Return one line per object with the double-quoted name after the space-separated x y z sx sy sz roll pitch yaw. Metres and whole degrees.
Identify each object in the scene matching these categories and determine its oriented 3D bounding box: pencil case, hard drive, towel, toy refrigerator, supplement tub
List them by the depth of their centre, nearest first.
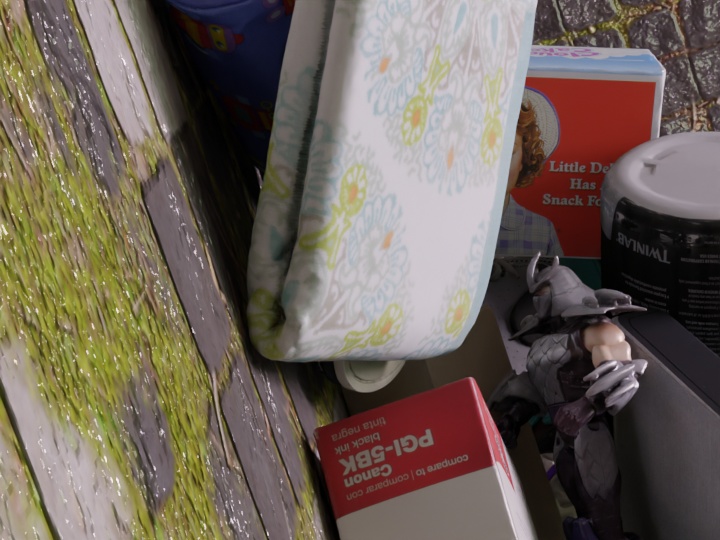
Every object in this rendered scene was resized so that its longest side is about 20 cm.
0.015 -0.058 0.904 0.171 0.048 0.202 5 96 -60 "towel"
-0.038 -0.108 0.952 0.200 0.077 0.087 64 43 -58 "pencil case"
0.174 0.138 1.020 0.140 0.033 0.201 -133 -146 -58 "hard drive"
0.058 0.129 1.091 0.076 0.070 0.201 -23 96 -51 "toy refrigerator"
0.194 0.035 1.100 0.123 0.121 0.201 -97 -177 -63 "supplement tub"

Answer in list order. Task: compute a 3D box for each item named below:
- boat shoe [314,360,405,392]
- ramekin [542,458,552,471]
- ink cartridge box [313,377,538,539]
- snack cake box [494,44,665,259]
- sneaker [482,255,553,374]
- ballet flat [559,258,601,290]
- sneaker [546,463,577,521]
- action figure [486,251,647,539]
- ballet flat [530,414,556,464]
0.000 -0.002 1.033 0.200 0.066 0.075 -62 151 -52 "boat shoe"
0.125 0.180 1.486 0.200 0.104 0.202 -19 90 -84 "ramekin"
0.052 0.174 0.912 0.147 0.082 0.201 63 10 -61 "ink cartridge box"
0.070 -0.072 1.150 0.067 0.198 0.116 -90 -177 -73 "snack cake box"
0.064 -0.007 1.264 0.201 0.115 0.075 56 2 -3 "sneaker"
0.171 -0.011 1.262 0.200 0.073 0.074 -51 -131 53 "ballet flat"
0.110 0.178 1.231 0.100 0.069 0.201 -102 -151 -63 "sneaker"
0.112 0.088 1.013 0.130 0.069 0.202 146 -66 -78 "action figure"
0.137 0.100 1.275 0.068 0.068 0.200 42 -9 -10 "ballet flat"
